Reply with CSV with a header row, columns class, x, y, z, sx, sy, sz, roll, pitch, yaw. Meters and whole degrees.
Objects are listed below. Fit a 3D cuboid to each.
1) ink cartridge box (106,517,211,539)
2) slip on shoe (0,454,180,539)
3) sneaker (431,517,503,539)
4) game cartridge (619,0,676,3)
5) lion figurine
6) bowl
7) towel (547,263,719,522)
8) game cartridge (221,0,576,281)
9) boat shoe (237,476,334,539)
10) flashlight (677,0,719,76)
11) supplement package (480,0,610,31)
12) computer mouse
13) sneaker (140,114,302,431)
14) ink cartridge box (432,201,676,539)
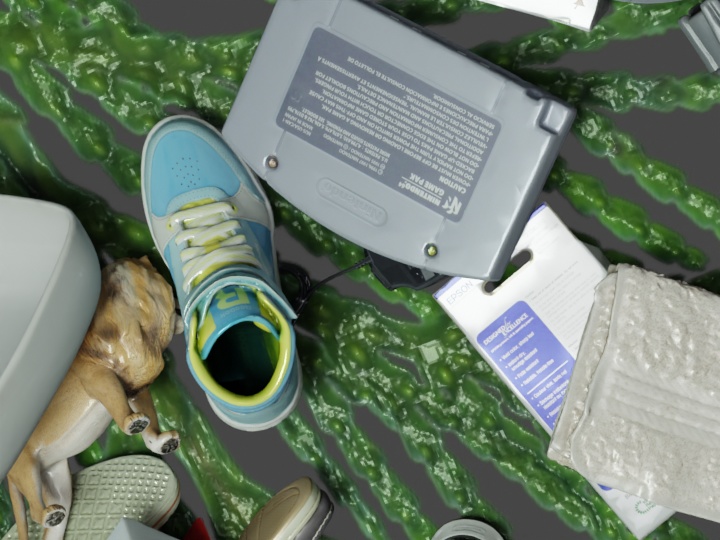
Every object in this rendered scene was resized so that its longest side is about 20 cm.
class,x,y,z,sx,sy,sz,roll,pitch,yaw
ink cartridge box,-0.161,0.263,1.696,0.084,0.176,0.200,26,112,-31
slip on shoe,-0.193,0.193,1.761,0.200,0.061,0.074,-42,54,5
sneaker,0.054,0.261,1.709,0.066,0.091,0.202,6,103,10
game cartridge,0.184,-0.220,1.534,0.041,0.199,0.134,29,122,37
lion figurine,-0.179,0.091,1.712,0.200,0.072,0.123,-45,53,14
bowl,-0.253,0.054,1.671,0.199,0.201,0.075,5,147,40
towel,0.220,0.083,1.638,0.199,0.034,0.133,16,88,-5
game cartridge,0.019,-0.081,1.648,0.199,0.041,0.134,29,100,19
boat shoe,-0.068,0.222,1.739,0.065,0.072,0.201,31,102,-11
flashlight,0.261,-0.078,1.613,0.068,0.068,0.201,-34,93,39
supplement package,0.063,-0.244,1.590,0.199,0.111,0.157,15,104,6
computer mouse,0.000,0.000,1.698,0.199,0.034,0.059,-26,81,22
sneaker,-0.082,-0.005,1.639,0.079,0.131,0.201,-20,86,-2
ink cartridge box,0.144,0.059,1.679,0.095,0.037,0.200,-40,95,16
